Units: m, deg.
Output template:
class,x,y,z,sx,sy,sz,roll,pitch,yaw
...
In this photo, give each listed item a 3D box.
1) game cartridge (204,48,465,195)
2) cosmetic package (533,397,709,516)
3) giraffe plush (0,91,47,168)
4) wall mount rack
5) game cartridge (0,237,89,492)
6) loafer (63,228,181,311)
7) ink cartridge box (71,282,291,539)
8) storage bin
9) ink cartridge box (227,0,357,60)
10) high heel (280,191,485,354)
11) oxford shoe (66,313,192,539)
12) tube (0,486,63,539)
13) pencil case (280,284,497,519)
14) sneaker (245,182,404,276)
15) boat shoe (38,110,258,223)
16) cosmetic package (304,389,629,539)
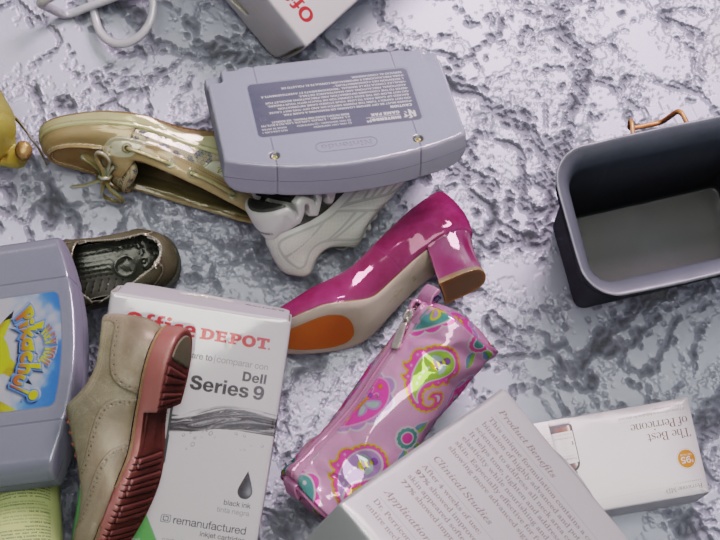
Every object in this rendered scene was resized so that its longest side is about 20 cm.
class,x,y,z,sx,sy,sz,roll,pitch,yaw
game cartridge,-0.021,-0.119,1.535,0.198,0.042,0.134,-7,50,-9
cosmetic package,0.176,0.162,1.537,0.198,0.051,0.083,-10,77,-8
giraffe plush,-0.371,-0.122,1.524,0.161,0.173,0.201,-32,115,-3
wall mount rack,-0.200,-0.298,1.586,0.172,0.074,0.202,-18,75,20
game cartridge,-0.275,0.072,1.451,0.132,0.041,0.202,-7,64,7
loafer,-0.243,0.004,1.527,0.198,0.070,0.076,-19,77,-10
ink cartridge box,-0.138,0.120,1.470,0.144,0.084,0.202,9,93,-3
storage bin,0.248,-0.047,1.557,0.198,0.134,0.147,-12,76,-10
ink cartridge box,-0.034,-0.300,1.605,0.200,0.083,0.147,-44,103,-15
high heel,0.000,0.000,1.566,0.199,0.068,0.096,-23,53,0
oxford shoe,-0.186,0.129,1.401,0.074,0.070,0.202,18,89,13
tube,-0.257,0.184,1.435,0.058,0.052,0.201,-38,35,21
pencil case,0.021,0.111,1.502,0.087,0.087,0.201,37,87,5
sneaker,-0.006,-0.069,1.578,0.199,0.075,0.082,-34,119,-25
boat shoe,-0.169,-0.085,1.557,0.198,0.073,0.063,8,71,-4
cosmetic package,0.061,0.227,1.371,0.199,0.167,0.168,-28,73,-43
